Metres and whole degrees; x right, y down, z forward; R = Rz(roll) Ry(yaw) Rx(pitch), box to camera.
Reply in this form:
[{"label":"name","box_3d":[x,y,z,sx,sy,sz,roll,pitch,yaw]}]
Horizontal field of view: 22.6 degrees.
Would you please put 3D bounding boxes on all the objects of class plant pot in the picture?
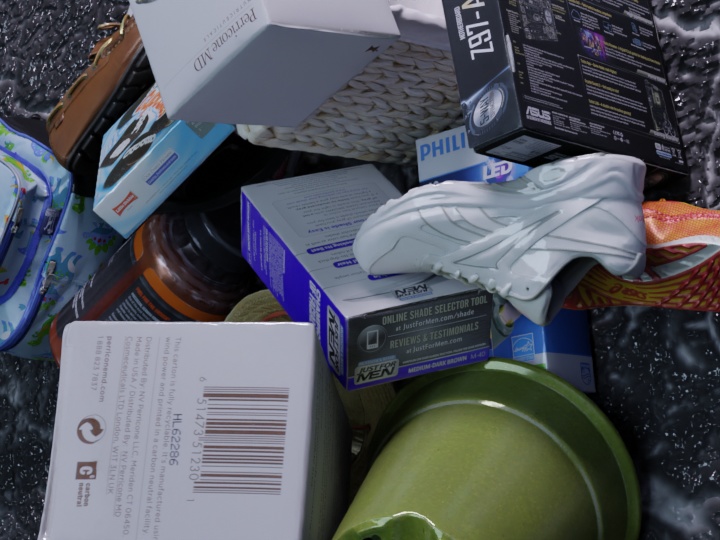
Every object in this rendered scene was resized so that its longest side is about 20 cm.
[{"label":"plant pot","box_3d":[0.063,0.180,1.170,0.200,0.190,0.201,7,108,20]}]

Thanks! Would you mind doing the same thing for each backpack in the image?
[{"label":"backpack","box_3d":[-0.312,-0.027,1.608,0.183,0.147,0.200,30,107,42]}]

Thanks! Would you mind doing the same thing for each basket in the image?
[{"label":"basket","box_3d":[-0.004,-0.201,1.325,0.161,0.200,0.199,-44,59,35]}]

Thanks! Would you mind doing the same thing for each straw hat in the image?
[{"label":"straw hat","box_3d":[-0.019,0.101,1.364,0.201,0.085,0.202,11,110,33]}]

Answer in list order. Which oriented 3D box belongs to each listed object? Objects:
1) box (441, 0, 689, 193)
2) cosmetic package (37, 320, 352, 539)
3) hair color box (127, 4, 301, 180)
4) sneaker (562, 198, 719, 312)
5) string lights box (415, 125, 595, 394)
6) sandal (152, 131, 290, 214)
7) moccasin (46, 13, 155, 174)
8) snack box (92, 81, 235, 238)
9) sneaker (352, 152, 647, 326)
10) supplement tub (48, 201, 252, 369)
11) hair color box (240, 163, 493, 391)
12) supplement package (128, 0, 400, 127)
[{"label":"box","box_3d":[0.133,-0.143,1.187,0.043,0.200,0.161,-22,71,37]},{"label":"cosmetic package","box_3d":[-0.100,0.147,1.188,0.166,0.200,0.168,-1,64,8]},{"label":"hair color box","box_3d":[-0.127,-0.153,1.515,0.200,0.061,0.099,28,103,41]},{"label":"sneaker","box_3d":[0.177,-0.015,1.201,0.200,0.077,0.073,10,121,23]},{"label":"string lights box","box_3d":[0.103,-0.005,1.291,0.103,0.059,0.201,-15,75,41]},{"label":"sandal","box_3d":[-0.137,-0.083,1.424,0.200,0.048,0.075,-9,47,42]},{"label":"moccasin","box_3d":[-0.192,-0.171,1.490,0.201,0.074,0.078,-50,61,30]},{"label":"snack box","box_3d":[-0.149,-0.105,1.372,0.116,0.037,0.200,-44,18,10]},{"label":"sneaker","box_3d":[0.089,-0.011,1.150,0.200,0.078,0.100,-12,80,23]},{"label":"supplement tub","box_3d":[-0.163,0.020,1.495,0.200,0.107,0.107,-42,59,30]},{"label":"hair color box","box_3d":[0.000,0.000,1.266,0.200,0.109,0.065,-132,36,-54]},{"label":"supplement package","box_3d":[-0.079,-0.209,1.177,0.117,0.117,0.200,-37,65,39]}]
